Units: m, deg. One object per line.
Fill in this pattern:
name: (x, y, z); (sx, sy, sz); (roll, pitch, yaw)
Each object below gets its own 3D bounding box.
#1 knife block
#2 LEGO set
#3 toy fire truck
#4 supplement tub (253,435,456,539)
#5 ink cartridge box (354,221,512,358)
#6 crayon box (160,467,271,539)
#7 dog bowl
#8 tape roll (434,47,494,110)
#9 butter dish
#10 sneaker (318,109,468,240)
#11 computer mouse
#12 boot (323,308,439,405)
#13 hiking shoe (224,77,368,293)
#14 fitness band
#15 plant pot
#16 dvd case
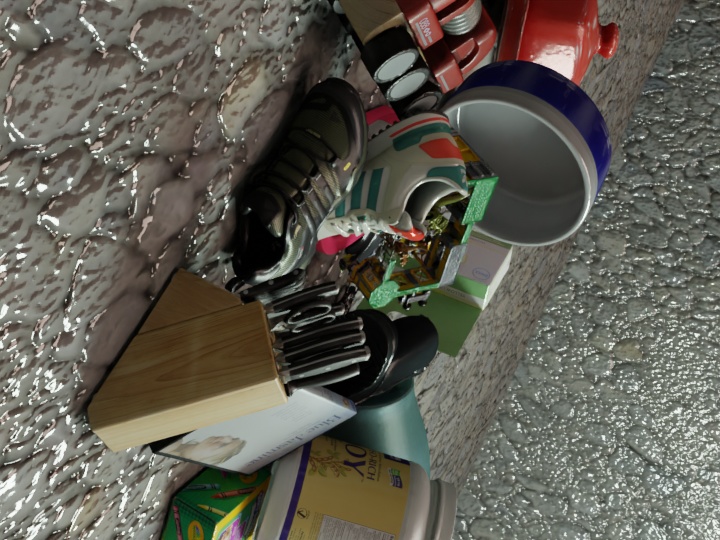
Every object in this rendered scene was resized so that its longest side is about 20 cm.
knife block: (-0.095, 0.085, 0.928); (0.202, 0.174, 0.064); (-58, 162, -19)
LEGO set: (0.047, -0.068, 1.217); (0.152, 0.116, 0.202); (-17, 139, -27)
toy fire truck: (0.077, -0.250, 0.995); (0.198, 0.130, 0.176); (-31, 165, 7)
supplement tub: (-0.006, 0.267, 1.263); (0.145, 0.197, 0.148); (-164, -90, -85)
ink cartridge box: (0.092, 0.011, 1.438); (0.200, 0.144, 0.049); (-51, 157, -51)
crayon box: (-0.169, 0.308, 1.246); (0.119, 0.058, 0.203); (-35, 146, -61)
dog bowl: (0.176, -0.129, 1.291); (0.079, 0.198, 0.202); (-53, 161, -38)
tape roll: (0.101, -0.188, 1.389); (0.204, 0.037, 0.204); (-55, 161, -29)
butter dish: (0.246, -0.294, 1.428); (0.201, 0.145, 0.202); (98, 3, -50)
sneaker: (0.011, -0.059, 1.061); (0.198, 0.094, 0.070); (-31, 158, 18)
computer mouse: (0.000, 0.000, 1.362); (0.059, 0.034, 0.202); (-41, 153, -56)
boot: (0.025, 0.083, 1.260); (0.167, 0.077, 0.201); (-28, 161, -41)
hiking shoe: (-0.055, -0.069, 1.003); (0.203, 0.075, 0.101); (-68, 167, 16)
fitness band: (-0.002, -0.095, 1.213); (0.200, 0.037, 0.145); (-35, 149, -59)
plant pot: (-0.003, 0.211, 1.413); (0.200, 0.197, 0.191); (-40, 139, -54)
dvd case: (-0.097, 0.150, 1.114); (0.141, 0.018, 0.200); (-31, 156, 11)
